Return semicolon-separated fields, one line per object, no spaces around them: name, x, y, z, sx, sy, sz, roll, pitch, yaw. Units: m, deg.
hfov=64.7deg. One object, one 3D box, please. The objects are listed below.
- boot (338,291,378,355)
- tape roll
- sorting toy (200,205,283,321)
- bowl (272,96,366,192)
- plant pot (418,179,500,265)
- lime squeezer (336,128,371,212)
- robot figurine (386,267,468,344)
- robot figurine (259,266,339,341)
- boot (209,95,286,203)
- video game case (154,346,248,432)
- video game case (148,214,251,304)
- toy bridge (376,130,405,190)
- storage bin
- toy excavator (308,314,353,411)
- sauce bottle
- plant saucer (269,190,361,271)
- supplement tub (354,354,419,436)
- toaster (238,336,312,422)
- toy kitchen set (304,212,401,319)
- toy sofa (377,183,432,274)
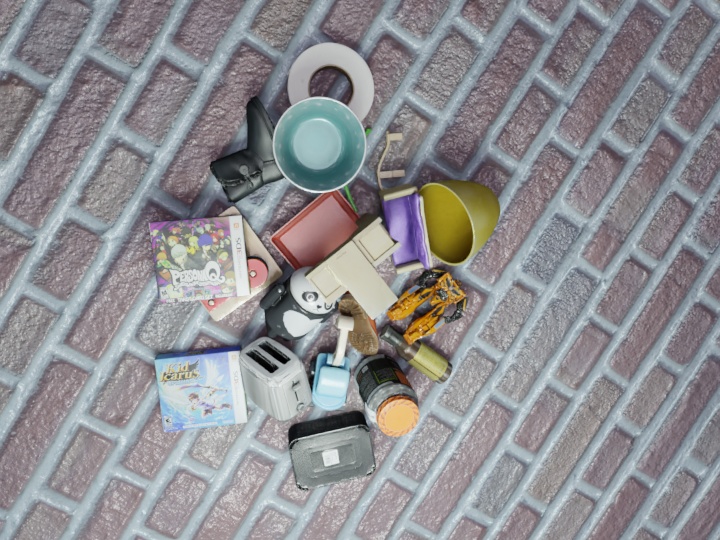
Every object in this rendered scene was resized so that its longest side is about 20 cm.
boot;0.012;0.113;1.376;0.075;0.107;0.200;1;128;21
tape roll;-0.069;-0.415;1.305;0.202;0.037;0.203;-1;99;-8
sorting toy;-0.314;-0.012;1.311;0.199;0.070;0.200;-35;101;-2
bowl;-0.093;-0.277;1.253;0.200;0.105;0.201;-2;104;-8
plant pot;0.243;-0.130;1.331;0.142;0.200;0.201;-25;102;-27
lime squeezer;-0.026;-0.241;1.335;0.070;0.038;0.201;11;85;-26
robot figurine;0.171;0.083;1.385;0.200;0.058;0.145;-36;84;-11
robot figurine;-0.140;0.081;1.300;0.125;0.150;0.200;49;120;6
boot;-0.264;-0.268;1.276;0.168;0.076;0.201;-24;107;-8
video game case;-0.377;0.283;1.358;0.199;0.045;0.182;-5;98;-7
video game case;-0.350;-0.025;1.250;0.199;0.036;0.182;-5;98;-8
toy bridge;0.072;-0.231;1.358;0.067;0.027;0.201;-7;100;-7
storage bin;-0.072;0.443;1.404;0.199;0.094;0.136;-11;100;-8
toy excavator;-0.058;0.222;1.331;0.100;0.200;0.195;12;65;-10
sauce bottle;0.138;0.204;1.414;0.200;0.065;0.065;37;92;-13
plant saucer;-0.079;-0.065;1.356;0.200;0.037;0.200;-40;102;-2
supplement tub;0.062;0.293;1.339;0.122;0.200;0.123;-4;110;-12
toaster;-0.202;0.241;1.304;0.114;0.200;0.129;-31;134;-34
toy kitchen set;0.000;0.000;1.268;0.200;0.180;0.163;-39;102;-1
toy sofa;0.105;-0.094;1.327;0.083;0.098;0.200;-15;115;-6
